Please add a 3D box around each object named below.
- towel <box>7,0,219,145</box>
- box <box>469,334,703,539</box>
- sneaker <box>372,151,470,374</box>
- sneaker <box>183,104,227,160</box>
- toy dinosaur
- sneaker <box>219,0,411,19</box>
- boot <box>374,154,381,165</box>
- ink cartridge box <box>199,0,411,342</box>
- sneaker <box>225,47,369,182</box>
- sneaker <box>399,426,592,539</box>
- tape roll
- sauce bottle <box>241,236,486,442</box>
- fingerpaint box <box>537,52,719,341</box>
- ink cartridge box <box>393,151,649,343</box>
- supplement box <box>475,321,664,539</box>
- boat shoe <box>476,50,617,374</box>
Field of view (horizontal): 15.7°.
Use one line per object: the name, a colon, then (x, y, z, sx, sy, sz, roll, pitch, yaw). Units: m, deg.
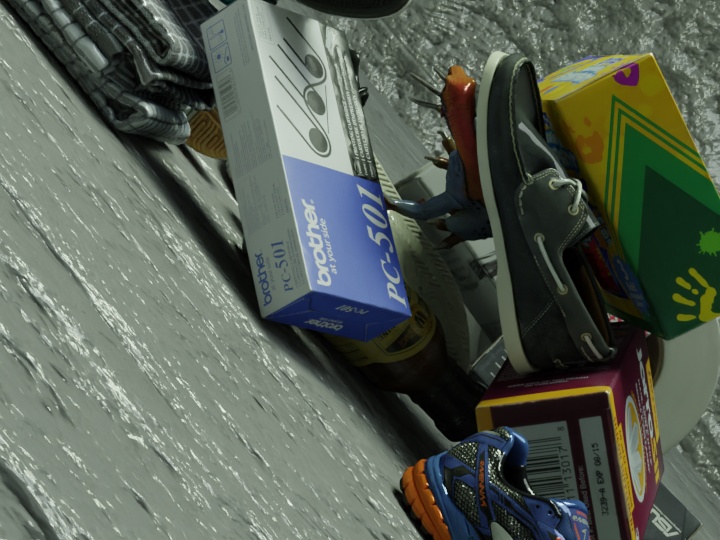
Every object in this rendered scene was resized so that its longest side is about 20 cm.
towel: (-0.163, -0.178, 1.637, 0.200, 0.086, 0.166, 50, 7, 8)
box: (0.158, 0.136, 1.930, 0.200, 0.049, 0.161, 45, -9, 4)
sneaker: (0.000, 0.000, 1.742, 0.201, 0.084, 0.075, 61, 26, -12)
sneaker: (-0.118, -0.148, 1.806, 0.200, 0.076, 0.088, 53, 8, 29)
toy dinosaur: (0.082, -0.072, 1.667, 0.199, 0.105, 0.181, 14, -8, -11)
sneaker: (-0.044, -0.197, 1.646, 0.199, 0.084, 0.121, 23, 1, 18)
boot: (-0.019, -0.048, 1.931, 0.200, 0.077, 0.138, 49, 11, 8)
ink cartridge box: (-0.034, -0.061, 1.577, 0.094, 0.044, 0.201, 15, 54, -47)
sneaker: (-0.040, -0.109, 1.866, 0.074, 0.088, 0.200, 25, 27, -2)
sneaker: (0.100, 0.163, 1.435, 0.200, 0.078, 0.075, 52, 8, 29)
tape roll: (0.186, 0.053, 2.149, 0.203, 0.203, 0.139, 47, 6, -13)
sauce bottle: (0.010, 0.031, 1.668, 0.200, 0.065, 0.065, 45, 7, -26)
fingerpaint box: (0.170, -0.051, 1.682, 0.167, 0.073, 0.200, 64, -3, -7)
ink cartridge box: (0.117, -0.008, 1.983, 0.200, 0.083, 0.145, 55, -8, -2)
supplement box: (0.137, 0.108, 1.659, 0.200, 0.085, 0.111, -46, 127, -73)
boat shoe: (0.114, -0.037, 1.593, 0.072, 0.067, 0.201, -30, 112, -63)
